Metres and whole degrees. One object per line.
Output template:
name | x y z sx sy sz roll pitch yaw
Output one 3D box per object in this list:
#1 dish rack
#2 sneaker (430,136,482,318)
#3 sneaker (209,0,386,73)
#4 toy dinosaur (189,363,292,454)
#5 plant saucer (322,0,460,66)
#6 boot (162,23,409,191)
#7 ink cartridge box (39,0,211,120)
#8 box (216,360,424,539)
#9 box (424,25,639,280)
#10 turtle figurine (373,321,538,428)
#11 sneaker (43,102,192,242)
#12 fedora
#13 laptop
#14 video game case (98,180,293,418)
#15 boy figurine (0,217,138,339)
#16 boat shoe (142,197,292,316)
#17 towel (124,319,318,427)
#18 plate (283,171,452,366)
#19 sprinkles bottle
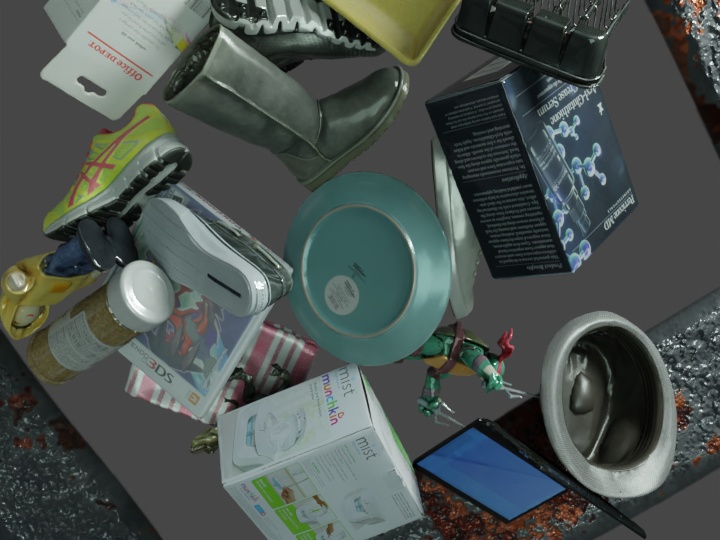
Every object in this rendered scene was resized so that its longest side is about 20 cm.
dish rack | 0.193 -0.268 0.859 0.151 0.201 0.055 26 140 15
sneaker | 0.124 -0.046 0.975 0.082 0.073 0.205 -5 105 2
sneaker | -0.068 -0.242 0.920 0.195 0.068 0.091 2 151 -24
toy dinosaur | -0.107 0.149 1.013 0.195 0.048 0.090 -15 118 1
plant saucer | 0.039 -0.337 0.875 0.199 0.048 0.202 39 104 12
boot | -0.071 -0.184 0.892 0.182 0.073 0.199 -44 124 16
ink cartridge box | -0.225 -0.257 0.876 0.200 0.116 0.068 -45 59 10
box | -0.041 0.224 0.998 0.173 0.098 0.202 -23 134 5
box | 0.177 -0.116 0.904 0.148 0.106 0.203 -38 111 -36
turtle figurine | 0.096 0.109 1.012 0.196 0.103 0.150 19 146 -12
sneaker | -0.269 -0.103 0.957 0.198 0.078 0.092 -33 73 17
fedora | 0.264 0.153 1.007 0.173 0.090 0.205 -2 78 -20
laptop | 0.182 0.254 0.996 0.176 0.200 0.104 34 90 -25
video game case | -0.194 0.028 0.983 0.181 0.023 0.202 36 103 10
boy figurine | -0.334 0.011 0.958 0.198 0.124 0.066 -31 81 27
boat shoe | -0.150 -0.014 0.921 0.199 0.070 0.073 37 121 31
towel | -0.163 0.114 1.038 0.196 0.030 0.149 23 104 -8
plate | 0.000 0.000 0.927 0.196 0.025 0.206 3 97 24
sprinkles bottle | -0.280 0.060 0.950 0.198 0.069 0.069 -30 107 35
